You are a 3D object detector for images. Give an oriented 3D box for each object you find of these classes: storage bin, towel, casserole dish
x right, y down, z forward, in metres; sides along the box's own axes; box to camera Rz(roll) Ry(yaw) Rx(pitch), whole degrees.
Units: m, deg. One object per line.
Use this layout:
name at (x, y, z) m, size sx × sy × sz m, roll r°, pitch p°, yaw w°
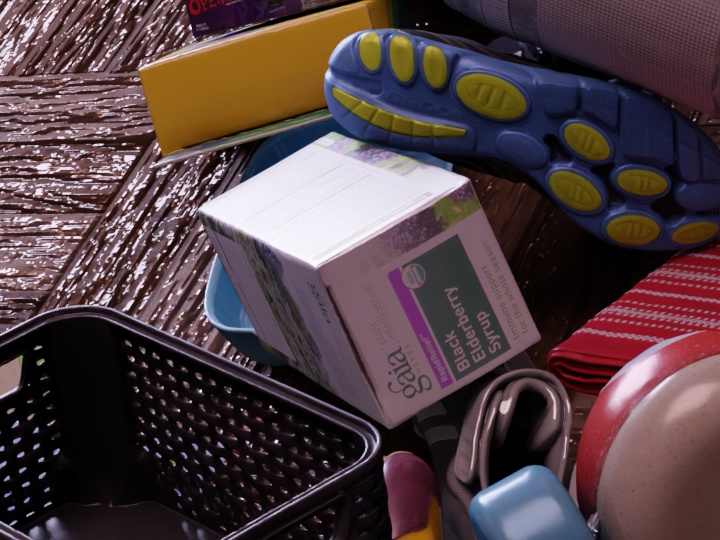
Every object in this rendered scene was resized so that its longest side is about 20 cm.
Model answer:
storage bin at (-0.093, 0.102, 1.076) m, size 0.135 × 0.094 × 0.199 m, roll -27°, pitch 32°, yaw -35°
towel at (0.192, 0.014, 1.255) m, size 0.144 × 0.023 × 0.200 m, roll 8°, pitch 29°, yaw 38°
casserole dish at (-0.009, -0.016, 1.427) m, size 0.120 × 0.039 × 0.201 m, roll -9°, pitch 36°, yaw 18°

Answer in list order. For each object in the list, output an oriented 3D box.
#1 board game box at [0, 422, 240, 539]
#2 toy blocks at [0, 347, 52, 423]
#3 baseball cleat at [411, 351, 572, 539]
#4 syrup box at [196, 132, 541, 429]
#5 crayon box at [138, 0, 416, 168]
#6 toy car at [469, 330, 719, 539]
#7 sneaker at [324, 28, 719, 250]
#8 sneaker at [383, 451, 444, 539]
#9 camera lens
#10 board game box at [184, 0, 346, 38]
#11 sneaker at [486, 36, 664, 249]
board game box at (-0.158, 0.106, 1.217) m, size 0.199 × 0.020 × 0.103 m, roll 4°, pitch 40°, yaw 26°
toy blocks at (-0.208, 0.127, 1.307) m, size 0.199 × 0.100 × 0.137 m, roll -22°, pitch 45°, yaw -1°
baseball cleat at (0.063, 0.063, 1.221) m, size 0.069 × 0.107 × 0.201 m, roll 7°, pitch 39°, yaw -13°
syrup box at (0.000, 0.000, 1.246) m, size 0.081 × 0.079 × 0.200 m, roll -30°, pitch 16°, yaw -12°
crayon box at (-0.040, -0.105, 1.477) m, size 0.125 × 0.052 × 0.200 m, roll -15°, pitch 8°, yaw 9°
toy car at (0.130, 0.087, 1.113) m, size 0.184 × 0.178 × 0.200 m, roll -27°, pitch 23°, yaw -6°
sneaker at (0.082, -0.069, 1.308) m, size 0.198 × 0.071 × 0.083 m, roll 20°, pitch 16°, yaw 4°
sneaker at (0.037, 0.164, 1.108) m, size 0.089 × 0.075 × 0.201 m, roll -6°, pitch 61°, yaw 16°
camera lens at (0.136, -0.166, 1.281) m, size 0.199 × 0.161 × 0.160 m, roll 23°, pitch 50°, yaw 17°
board game box at (0.008, -0.167, 1.541) m, size 0.119 × 0.033 × 0.200 m, roll -5°, pitch 11°, yaw 35°
sneaker at (0.102, -0.101, 1.419) m, size 0.070 × 0.109 × 0.200 m, roll -26°, pitch 35°, yaw -8°
